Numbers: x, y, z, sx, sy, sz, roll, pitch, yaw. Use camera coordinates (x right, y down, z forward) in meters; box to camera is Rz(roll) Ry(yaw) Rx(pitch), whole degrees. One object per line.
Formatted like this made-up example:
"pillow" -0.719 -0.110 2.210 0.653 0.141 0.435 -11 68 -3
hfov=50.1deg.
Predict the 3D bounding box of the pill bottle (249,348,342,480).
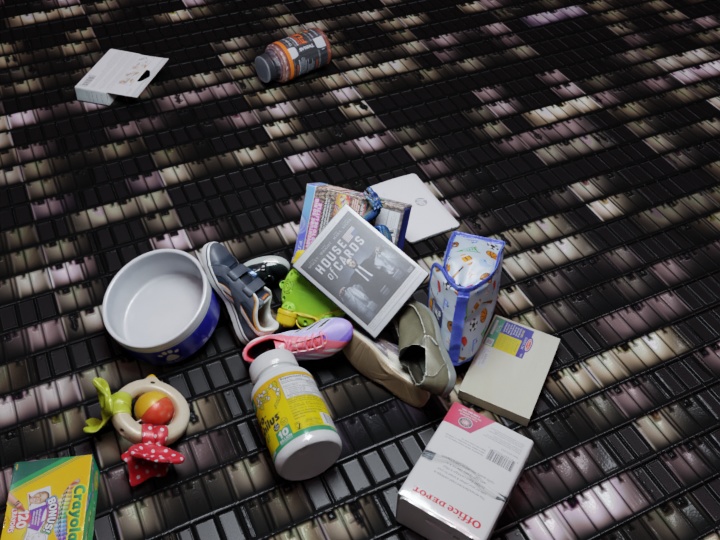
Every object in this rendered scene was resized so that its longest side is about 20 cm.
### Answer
"pill bottle" -0.115 0.229 1.261 0.112 0.113 0.201 -15 49 -17

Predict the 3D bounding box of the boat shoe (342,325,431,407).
"boat shoe" 0.049 0.162 1.368 0.199 0.072 0.065 35 43 19

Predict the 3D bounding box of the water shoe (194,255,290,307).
"water shoe" -0.226 0.036 1.480 0.198 0.072 0.079 -17 51 -5

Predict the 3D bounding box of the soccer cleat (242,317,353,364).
"soccer cleat" -0.110 0.129 1.348 0.198 0.076 0.067 -13 86 12

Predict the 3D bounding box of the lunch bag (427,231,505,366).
"lunch bag" 0.183 0.050 1.385 0.122 0.172 0.200 10 32 11

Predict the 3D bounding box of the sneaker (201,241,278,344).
"sneaker" -0.211 0.032 1.392 0.079 0.202 0.078 -19 14 26

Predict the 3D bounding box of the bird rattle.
"bird rattle" -0.349 0.240 1.254 0.199 0.114 0.163 29 35 20

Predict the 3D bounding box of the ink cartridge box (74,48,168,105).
"ink cartridge box" -0.612 -0.497 1.992 0.172 0.044 0.201 12 46 8

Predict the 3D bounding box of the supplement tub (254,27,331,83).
"supplement tub" -0.180 -0.562 2.034 0.199 0.108 0.107 -32 55 -29

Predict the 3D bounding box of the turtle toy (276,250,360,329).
"turtle toy" -0.059 0.054 1.435 0.198 0.101 0.147 17 88 12

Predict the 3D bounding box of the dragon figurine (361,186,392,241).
"dragon figurine" 0.026 -0.050 1.424 0.099 0.202 0.059 -20 3 15

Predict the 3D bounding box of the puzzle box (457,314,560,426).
"puzzle box" 0.272 0.176 1.394 0.132 0.026 0.200 21 48 17

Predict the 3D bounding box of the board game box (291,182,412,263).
"board game box" -0.016 -0.072 1.512 0.198 0.161 0.097 15 11 11

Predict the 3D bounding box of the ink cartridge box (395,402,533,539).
"ink cartridge box" 0.162 0.328 1.199 0.144 0.085 0.200 24 48 20

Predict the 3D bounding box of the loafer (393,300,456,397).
"loafer" 0.099 0.126 1.317 0.069 0.076 0.201 12 35 -33

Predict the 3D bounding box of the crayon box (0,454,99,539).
"crayon box" -0.458 0.378 1.136 0.117 0.059 0.201 -5 46 -7

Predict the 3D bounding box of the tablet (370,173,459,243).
"tablet" 0.116 -0.141 1.704 0.129 0.014 0.201 -19 50 -20

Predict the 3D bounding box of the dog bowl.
"dog bowl" -0.358 0.065 1.394 0.198 0.079 0.202 -6 58 9

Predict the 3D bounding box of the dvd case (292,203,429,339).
"dvd case" 0.000 0.000 1.367 0.200 0.025 0.151 40 85 10
